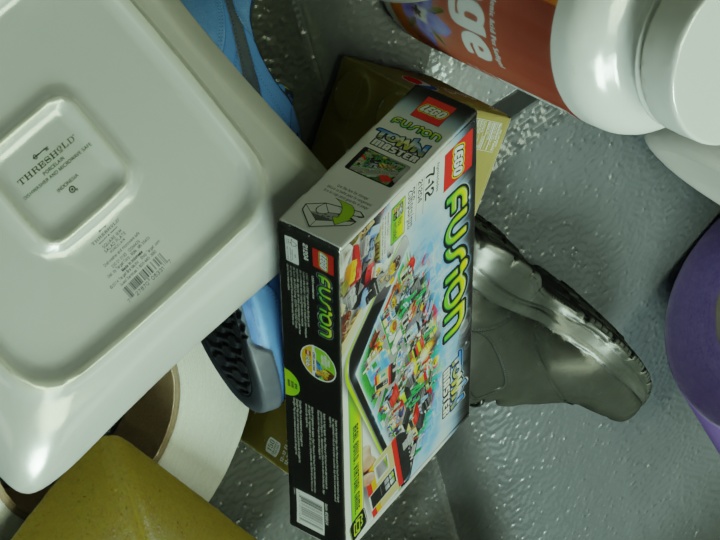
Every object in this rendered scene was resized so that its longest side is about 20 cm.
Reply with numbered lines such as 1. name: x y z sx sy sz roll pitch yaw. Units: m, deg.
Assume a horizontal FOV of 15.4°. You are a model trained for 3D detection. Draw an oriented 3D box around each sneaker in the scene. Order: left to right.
1. sneaker: -0.050 -0.038 1.210 0.078 0.066 0.201 -18 96 -26
2. sneaker: 0.077 0.038 1.415 0.200 0.076 0.091 35 96 -39

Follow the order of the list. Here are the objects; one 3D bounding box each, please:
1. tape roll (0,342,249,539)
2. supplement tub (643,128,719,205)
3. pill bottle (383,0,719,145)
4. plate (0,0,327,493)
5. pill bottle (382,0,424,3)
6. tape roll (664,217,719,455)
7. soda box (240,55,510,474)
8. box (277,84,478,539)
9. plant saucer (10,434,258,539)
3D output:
1. tape roll: -0.139 0.065 1.250 0.202 0.037 0.203 -20 123 -34
2. supplement tub: 0.259 -0.120 1.431 0.145 0.145 0.200 34 88 -46
3. pill bottle: 0.108 -0.131 1.249 0.112 0.200 0.113 -20 123 -33
4. plate: -0.132 -0.041 1.130 0.200 0.032 0.200 -43 99 -17
5. pill bottle: -0.005 -0.218 1.167 0.112 0.112 0.200 -50 135 -10
6. tape roll: 0.278 0.038 1.490 0.200 0.200 0.085 -48 136 -12
7. soda box: 0.000 0.000 1.317 0.064 0.068 0.201 10 105 -44
8. box: 0.009 0.025 1.217 0.110 0.035 0.200 -46 149 -35
9. plant saucer: -0.110 0.208 1.258 0.200 0.048 0.200 -52 128 -4
